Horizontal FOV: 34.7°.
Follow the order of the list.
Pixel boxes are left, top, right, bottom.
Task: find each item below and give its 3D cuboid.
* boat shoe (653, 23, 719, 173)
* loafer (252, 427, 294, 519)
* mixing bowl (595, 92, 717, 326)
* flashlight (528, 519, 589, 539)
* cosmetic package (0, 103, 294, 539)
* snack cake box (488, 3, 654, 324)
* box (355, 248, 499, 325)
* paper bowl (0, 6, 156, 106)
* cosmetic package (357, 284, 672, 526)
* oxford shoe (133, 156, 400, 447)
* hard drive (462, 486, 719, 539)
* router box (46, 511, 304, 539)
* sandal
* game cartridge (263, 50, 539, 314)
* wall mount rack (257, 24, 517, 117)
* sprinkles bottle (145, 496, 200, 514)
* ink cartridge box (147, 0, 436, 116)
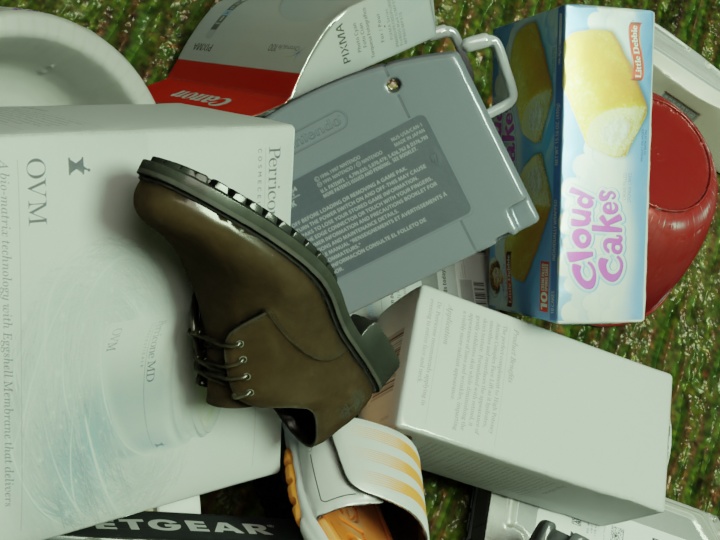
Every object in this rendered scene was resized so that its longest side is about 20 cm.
[{"bbox_3d":[0.302,-0.149,1.008,0.199,0.072,0.069,32,60,1],"label":"boat shoe"},{"bbox_3d":[-0.002,0.183,0.721,0.071,0.073,0.201,-16,77,-28],"label":"loafer"},{"bbox_3d":[0.203,-0.069,0.901,0.199,0.108,0.201,10,65,-22],"label":"mixing bowl"},{"bbox_3d":[0.092,0.256,0.707,0.068,0.068,0.201,33,76,-13],"label":"flashlight"},{"bbox_3d":[-0.148,0.018,0.605,0.199,0.123,0.201,-9,108,-42],"label":"cosmetic package"},{"bbox_3d":[0.138,-0.069,0.777,0.067,0.115,0.201,-1,93,-18],"label":"snack cake box"},{"bbox_3d":[0.000,0.000,0.818,0.199,0.041,0.157,3,69,-24],"label":"box"},{"bbox_3d":[-0.218,-0.052,0.674,0.200,0.104,0.202,-13,109,-39],"label":"paper bowl"},{"bbox_3d":[0.104,0.093,0.766,0.199,0.074,0.102,22,63,-17],"label":"cosmetic package"},{"bbox_3d":[-0.052,0.025,0.563,0.085,0.073,0.200,-52,132,-16],"label":"oxford shoe"},{"bbox_3d":[0.166,0.214,0.807,0.199,0.038,0.140,21,61,-14],"label":"hard drive"},{"bbox_3d":[-0.116,0.210,0.631,0.199,0.051,0.150,8,97,-23],"label":"router box"},{"bbox_3d":[-0.004,0.103,0.663,0.079,0.059,0.207,36,18,-36],"label":"sandal"},{"bbox_3d":[-0.008,-0.046,0.708,0.134,0.199,0.040,62,13,-12],"label":"game cartridge"},{"bbox_3d":[0.009,-0.111,0.797,0.173,0.200,0.075,-25,107,-3],"label":"wall mount rack"},{"bbox_3d":[-0.194,0.144,0.654,0.199,0.068,0.069,-4,71,-25],"label":"sprinkles bottle"},{"bbox_3d":[-0.073,-0.154,0.784,0.199,0.160,0.048,-27,118,-31],"label":"ink cartridge box"}]
